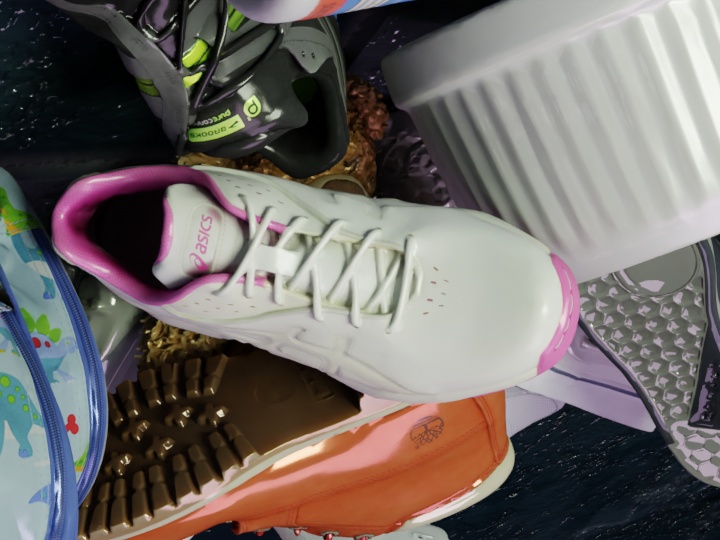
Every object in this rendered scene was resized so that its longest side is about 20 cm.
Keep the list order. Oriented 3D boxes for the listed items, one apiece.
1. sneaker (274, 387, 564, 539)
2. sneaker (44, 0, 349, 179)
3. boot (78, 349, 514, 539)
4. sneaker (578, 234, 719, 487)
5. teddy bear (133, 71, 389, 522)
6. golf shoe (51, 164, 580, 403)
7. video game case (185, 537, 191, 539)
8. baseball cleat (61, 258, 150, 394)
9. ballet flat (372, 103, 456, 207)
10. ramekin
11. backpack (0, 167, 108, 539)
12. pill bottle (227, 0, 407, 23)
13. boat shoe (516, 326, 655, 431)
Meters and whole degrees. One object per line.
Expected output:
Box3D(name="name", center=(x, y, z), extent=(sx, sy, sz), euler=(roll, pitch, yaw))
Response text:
Box3D(name="sneaker", center=(0.041, 0.118, 1.275), extent=(0.200, 0.115, 0.075), euler=(-17, 155, -15))
Box3D(name="sneaker", center=(-0.052, -0.085, 0.813), extent=(0.071, 0.083, 0.200), euler=(-27, 155, 16))
Box3D(name="boot", center=(-0.032, 0.082, 0.927), extent=(0.200, 0.075, 0.107), euler=(-21, 133, -1))
Box3D(name="sneaker", center=(0.152, -0.010, 1.158), extent=(0.077, 0.146, 0.202), euler=(-16, 123, 19))
Box3D(name="teddy bear", center=(-0.023, 0.021, 0.961), extent=(0.145, 0.067, 0.200), euler=(11, 114, -17))
Box3D(name="golf shoe", center=(-0.022, 0.002, 0.836), extent=(0.200, 0.075, 0.091), euler=(9, 177, 27))
Box3D(name="video game case", center=(-0.125, 0.131, 1.086), extent=(0.200, 0.018, 0.143), euler=(-44, -164, -22))
Box3D(name="baseball cleat", center=(-0.110, 0.054, 1.008), extent=(0.106, 0.070, 0.200), euler=(1, 126, -47))
Box3D(name="ballet flat", center=(0.000, 0.000, 1.059), extent=(0.072, 0.072, 0.200), euler=(-10, 153, -29))
Box3D(name="ramekin", center=(0.117, -0.069, 0.885), extent=(0.200, 0.105, 0.200), euler=(-22, -177, 1))
Box3D(name="backpack", center=(-0.181, 0.057, 0.844), extent=(0.147, 0.200, 0.183), euler=(2, 145, -44))
Box3D(name="pill bottle", center=(0.048, -0.148, 0.741), extent=(0.200, 0.112, 0.112), euler=(-12, 153, -23))
Box3D(name="boat shoe", center=(0.102, 0.029, 1.225), extent=(0.200, 0.074, 0.065), euler=(20, 100, -50))
